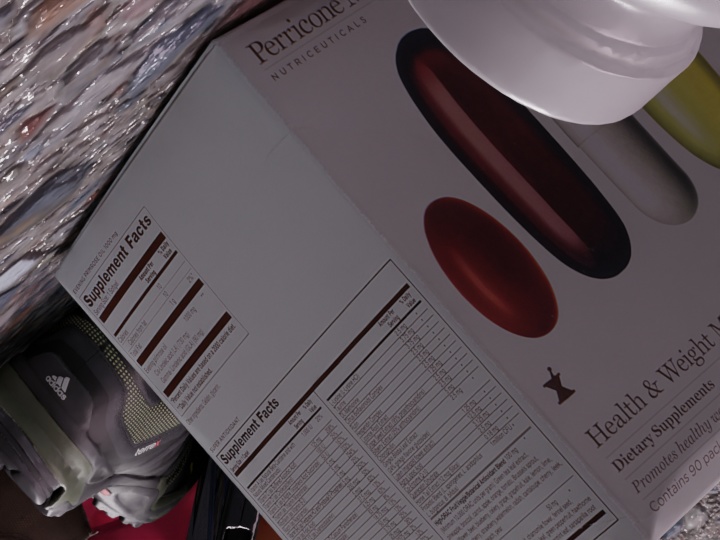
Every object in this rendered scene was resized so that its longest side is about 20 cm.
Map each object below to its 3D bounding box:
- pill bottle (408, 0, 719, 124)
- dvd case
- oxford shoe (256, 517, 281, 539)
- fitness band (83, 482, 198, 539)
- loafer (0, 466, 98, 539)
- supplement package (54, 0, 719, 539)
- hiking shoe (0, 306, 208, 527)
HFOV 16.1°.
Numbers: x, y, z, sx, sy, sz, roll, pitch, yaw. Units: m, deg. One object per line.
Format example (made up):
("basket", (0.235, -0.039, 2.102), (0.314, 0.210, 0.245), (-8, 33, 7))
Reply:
("pill bottle", (0.098, -0.133, 0.636), (0.200, 0.116, 0.116), (-46, 172, 36))
("dvd case", (-0.055, 0.096, 1.065), (0.143, 0.018, 0.200), (-91, -168, -55))
("oxford shoe", (-0.055, 0.157, 1.233), (0.200, 0.071, 0.071), (-52, 176, -48))
("fitness band", (-0.064, 0.083, 1.254), (0.200, 0.037, 0.144), (-38, -160, -28))
("loafer", (-0.173, 0.135, 1.065), (0.073, 0.071, 0.200), (-35, 172, -40))
("supplement package", (0.048, -0.002, 0.856), (0.191, 0.200, 0.147), (-37, 172, -40))
("hiking shoe", (-0.078, 0.045, 0.992), (0.101, 0.076, 0.200), (-38, 173, 8))
